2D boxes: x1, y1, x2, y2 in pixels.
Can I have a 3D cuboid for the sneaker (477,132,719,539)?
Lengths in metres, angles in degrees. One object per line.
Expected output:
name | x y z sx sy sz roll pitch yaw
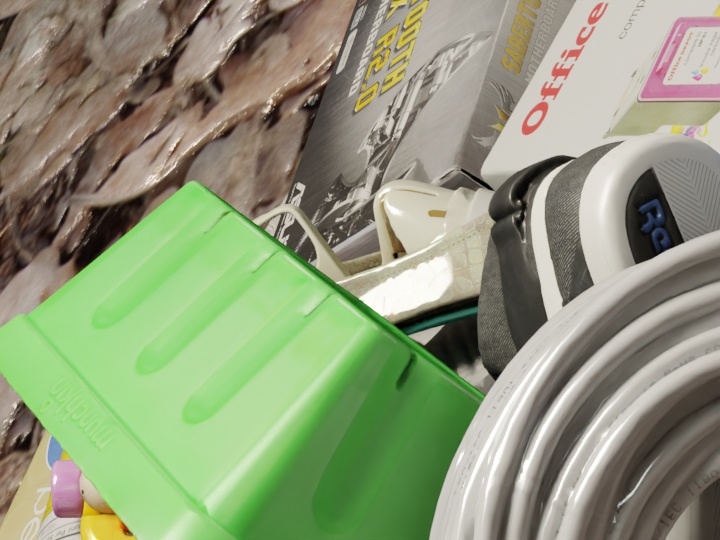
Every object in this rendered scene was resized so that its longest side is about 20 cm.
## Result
sneaker | 0.094 0.058 0.826 0.073 0.201 0.112 -16 4 -24

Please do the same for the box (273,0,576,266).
box | 0.039 -0.082 1.098 0.158 0.048 0.201 -32 33 53

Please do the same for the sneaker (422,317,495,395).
sneaker | 0.071 0.046 0.996 0.200 0.080 0.078 -38 21 -30

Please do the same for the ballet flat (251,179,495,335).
ballet flat | 0.000 0.000 0.965 0.199 0.063 0.067 -19 5 5

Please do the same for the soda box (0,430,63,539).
soda box | -0.115 0.115 1.192 0.068 0.064 0.201 -11 48 50

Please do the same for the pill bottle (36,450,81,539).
pill bottle | -0.080 0.128 1.075 0.111 0.111 0.201 -25 38 40

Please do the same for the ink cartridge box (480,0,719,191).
ink cartridge box | 0.149 -0.064 0.859 0.200 0.085 0.145 4 60 60

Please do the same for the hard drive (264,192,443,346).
hard drive | 0.038 -0.034 1.165 0.140 0.038 0.200 -55 29 -5

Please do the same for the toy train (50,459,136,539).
toy train | -0.034 0.082 1.003 0.149 0.056 0.200 -22 53 -15

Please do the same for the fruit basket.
fruit basket | -0.045 0.100 0.845 0.215 0.155 0.216 -36 34 29

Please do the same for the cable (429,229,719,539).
cable | 0.117 0.088 0.734 0.069 0.199 0.201 180 104 -81
